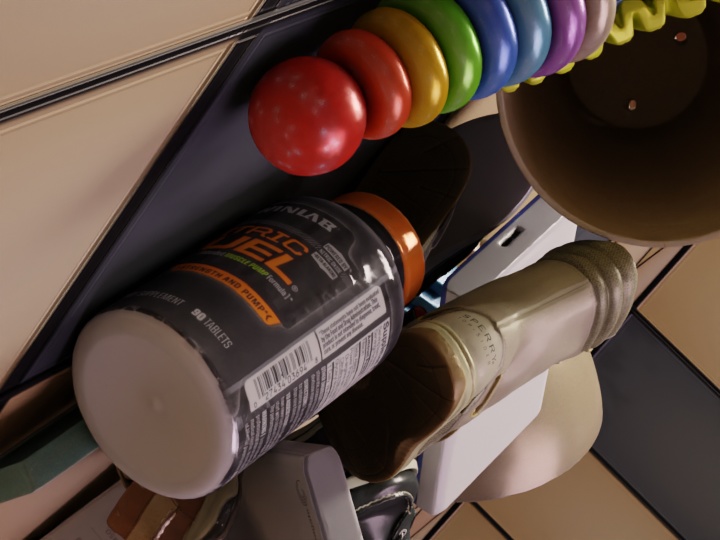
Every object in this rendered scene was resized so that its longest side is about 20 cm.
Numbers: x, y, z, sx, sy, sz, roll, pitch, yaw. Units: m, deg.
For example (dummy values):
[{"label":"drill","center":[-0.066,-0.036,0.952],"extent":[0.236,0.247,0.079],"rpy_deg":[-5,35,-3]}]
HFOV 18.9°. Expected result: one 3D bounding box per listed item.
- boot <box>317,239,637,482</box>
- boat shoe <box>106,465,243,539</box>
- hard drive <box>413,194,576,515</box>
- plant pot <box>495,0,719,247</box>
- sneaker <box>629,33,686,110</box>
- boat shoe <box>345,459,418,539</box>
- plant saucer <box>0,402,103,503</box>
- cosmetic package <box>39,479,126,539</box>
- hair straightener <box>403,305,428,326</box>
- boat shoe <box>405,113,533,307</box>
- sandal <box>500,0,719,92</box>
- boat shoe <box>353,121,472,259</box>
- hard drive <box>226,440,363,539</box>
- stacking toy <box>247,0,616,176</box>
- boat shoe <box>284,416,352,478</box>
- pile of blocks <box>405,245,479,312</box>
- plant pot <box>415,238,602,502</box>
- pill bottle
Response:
[{"label":"boot","center":[0.066,0.051,1.265],"extent":[0.154,0.072,0.200],"rpy_deg":[-28,173,-27]},{"label":"boat shoe","center":[-0.108,0.113,1.308],"extent":[0.076,0.074,0.200],"rpy_deg":[-58,-172,19]},{"label":"hard drive","center":[0.087,0.052,1.409],"extent":[0.132,0.025,0.200],"rpy_deg":[-41,150,-38]},{"label":"plant pot","center":[0.172,-0.122,1.302],"extent":[0.187,0.187,0.200],"rpy_deg":[-47,-175,9]},{"label":"sneaker","center":[0.221,-0.172,1.525],"extent":[0.200,0.071,0.080],"rpy_deg":[-40,180,7]},{"label":"boat shoe","center":[0.003,0.173,1.392],"extent":[0.074,0.066,0.199],"rpy_deg":[-14,165,-19]},{"label":"plant saucer","center":[-0.130,0.071,1.152],"extent":[0.070,0.019,0.200],"rpy_deg":[-21,-169,43]},{"label":"cosmetic package","center":[-0.157,0.260,1.404],"extent":[0.166,0.167,0.200],"rpy_deg":[-37,168,-26]},{"label":"hair straightener","center":[-0.033,0.068,1.392],"extent":[0.077,0.041,0.200],"rpy_deg":[-6,168,-33]},{"label":"boat shoe","center":[0.043,-0.030,1.391],"extent":[0.200,0.069,0.057],"rpy_deg":[-41,170,18]},{"label":"sandal","center":[0.113,-0.156,1.152],"extent":[0.199,0.087,0.079],"rpy_deg":[-26,-166,-9]},{"label":"boat shoe","center":[0.000,-0.001,1.302],"extent":[0.201,0.072,0.066],"rpy_deg":[-51,164,5]},{"label":"hard drive","center":[-0.046,0.172,1.372],"extent":[0.027,0.132,0.200],"rpy_deg":[-18,-175,-23]},{"label":"stacking toy","center":[0.029,-0.102,1.017],"extent":[0.200,0.085,0.085],"rpy_deg":[-33,165,-35]},{"label":"boat shoe","center":[-0.007,0.128,1.475],"extent":[0.200,0.062,0.075],"rpy_deg":[-32,149,26]},{"label":"pile of blocks","center":[0.030,0.037,1.488],"extent":[0.062,0.082,0.200],"rpy_deg":[33,104,-36]},{"label":"plant pot","center":[0.076,0.055,1.591],"extent":[0.200,0.200,0.135],"rpy_deg":[-37,135,-39]},{"label":"pill bottle","center":[-0.048,0.028,1.123],"extent":[0.200,0.106,0.106],"rpy_deg":[-35,166,-46]}]
